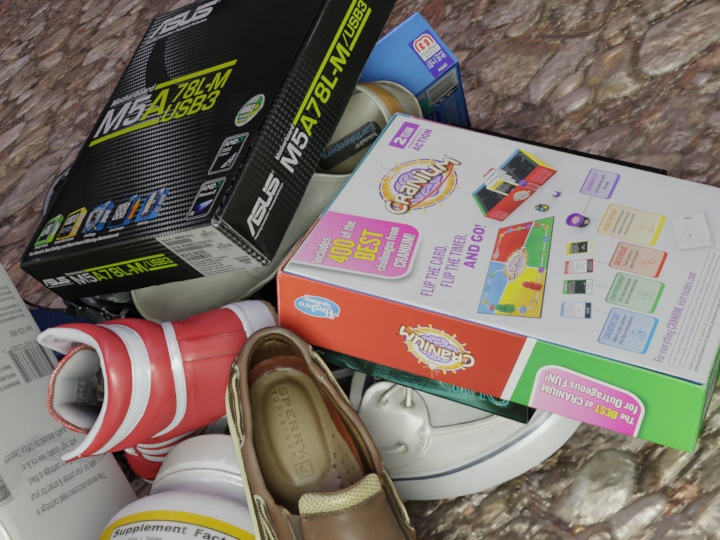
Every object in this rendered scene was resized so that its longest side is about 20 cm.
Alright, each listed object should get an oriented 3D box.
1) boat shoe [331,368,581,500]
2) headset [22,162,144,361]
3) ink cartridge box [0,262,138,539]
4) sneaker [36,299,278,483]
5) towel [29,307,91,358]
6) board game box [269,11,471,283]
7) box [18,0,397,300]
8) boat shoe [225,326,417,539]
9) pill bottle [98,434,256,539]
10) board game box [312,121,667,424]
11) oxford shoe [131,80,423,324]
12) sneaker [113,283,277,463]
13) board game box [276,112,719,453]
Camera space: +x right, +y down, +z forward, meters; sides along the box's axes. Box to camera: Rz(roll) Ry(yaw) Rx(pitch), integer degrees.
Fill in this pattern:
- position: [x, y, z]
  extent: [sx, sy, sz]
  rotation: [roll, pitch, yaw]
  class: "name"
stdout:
- position: [0.020, 0.072, 0.802]
  extent: [0.200, 0.066, 0.072]
  rotation: [-13, 37, 37]
  class: "boat shoe"
- position: [-0.151, -0.005, 0.979]
  extent: [0.094, 0.124, 0.200]
  rotation: [26, 50, 29]
  class: "headset"
- position: [-0.202, 0.107, 0.822]
  extent: [0.084, 0.200, 0.146]
  rotation: [-31, -2, 14]
  class: "ink cartridge box"
- position: [-0.123, 0.072, 0.814]
  extent: [0.112, 0.071, 0.200]
  rotation: [-8, -20, -27]
  class: "sneaker"
- position: [-0.248, 0.058, 1.029]
  extent: [0.199, 0.049, 0.112]
  rotation: [-2, 22, -18]
  class: "towel"
- position: [-0.023, -0.065, 0.985]
  extent: [0.200, 0.045, 0.152]
  rotation: [-38, -12, -1]
  class: "board game box"
- position: [-0.086, -0.080, 0.866]
  extent: [0.200, 0.047, 0.194]
  rotation: [-8, 52, 48]
  class: "box"
- position: [-0.012, 0.115, 0.672]
  extent: [0.075, 0.075, 0.203]
  rotation: [-23, 64, -13]
  class: "boat shoe"
- position: [-0.084, 0.177, 0.720]
  extent: [0.112, 0.113, 0.200]
  rotation: [-18, 33, 31]
  class: "pill bottle"
- position: [0.064, -0.008, 0.812]
  extent: [0.135, 0.028, 0.200]
  rotation: [16, 40, 24]
  class: "board game box"
- position: [-0.053, -0.042, 0.874]
  extent: [0.200, 0.075, 0.058]
  rotation: [-36, -11, 8]
  class: "oxford shoe"
- position: [-0.097, 0.058, 0.954]
  extent: [0.200, 0.071, 0.098]
  rotation: [-23, 22, 35]
  class: "sneaker"
- position: [0.081, -0.002, 0.744]
  extent: [0.199, 0.040, 0.153]
  rotation: [15, 40, 17]
  class: "board game box"
